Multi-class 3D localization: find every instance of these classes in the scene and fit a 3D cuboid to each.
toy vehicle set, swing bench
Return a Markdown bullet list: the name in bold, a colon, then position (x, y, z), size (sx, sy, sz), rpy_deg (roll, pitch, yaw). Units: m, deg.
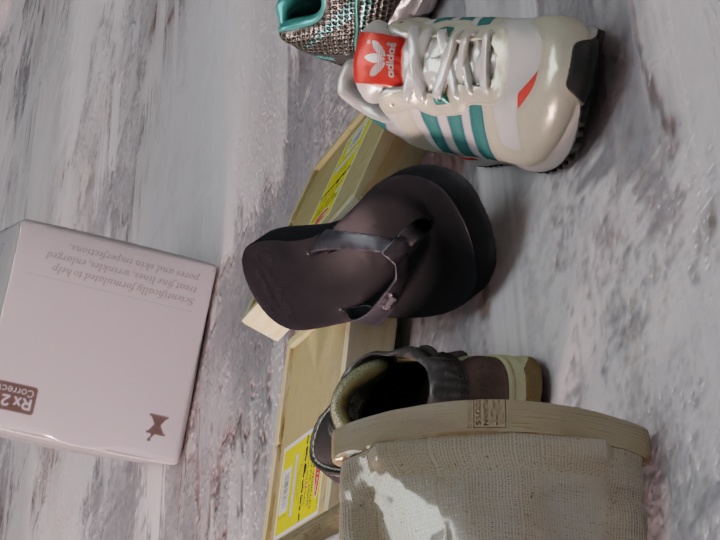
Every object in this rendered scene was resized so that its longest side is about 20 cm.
- **toy vehicle set**: position (-0.022, 0.120, 1.207), size (0.124, 0.026, 0.200), rpy_deg (140, 140, -65)
- **swing bench**: position (0.026, 0.180, 0.853), size (0.200, 0.130, 0.199), rpy_deg (124, 154, -50)
- **toy vehicle set**: position (-0.005, -0.047, 1.240), size (0.124, 0.026, 0.200), rpy_deg (-66, 10, -28)

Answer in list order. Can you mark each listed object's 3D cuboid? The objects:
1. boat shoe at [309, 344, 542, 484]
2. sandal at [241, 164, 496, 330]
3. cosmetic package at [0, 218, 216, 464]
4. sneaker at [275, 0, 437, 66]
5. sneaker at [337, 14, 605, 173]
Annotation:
- **boat shoe**: position (0.017, 0.068, 1.047), size (0.201, 0.066, 0.072), rpy_deg (-18, 56, 62)
- **sandal**: position (0.000, 0.001, 1.113), size (0.043, 0.076, 0.200), rpy_deg (-35, 8, -37)
- **cosmetic package**: position (-0.230, 0.062, 1.724), size (0.200, 0.165, 0.165), rpy_deg (168, 114, -71)
- **sneaker**: position (0.009, -0.194, 1.251), size (0.078, 0.091, 0.200), rpy_deg (-98, 26, -48)
- **sneaker**: position (0.047, -0.091, 1.046), size (0.200, 0.093, 0.070), rpy_deg (-179, 101, -73)
